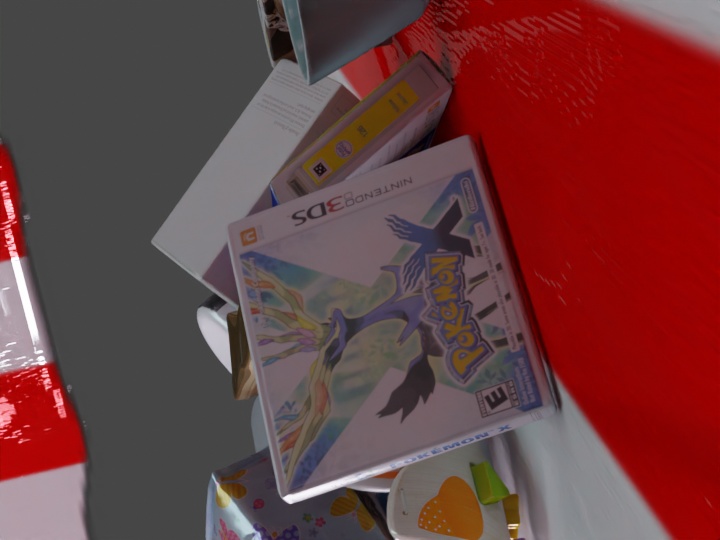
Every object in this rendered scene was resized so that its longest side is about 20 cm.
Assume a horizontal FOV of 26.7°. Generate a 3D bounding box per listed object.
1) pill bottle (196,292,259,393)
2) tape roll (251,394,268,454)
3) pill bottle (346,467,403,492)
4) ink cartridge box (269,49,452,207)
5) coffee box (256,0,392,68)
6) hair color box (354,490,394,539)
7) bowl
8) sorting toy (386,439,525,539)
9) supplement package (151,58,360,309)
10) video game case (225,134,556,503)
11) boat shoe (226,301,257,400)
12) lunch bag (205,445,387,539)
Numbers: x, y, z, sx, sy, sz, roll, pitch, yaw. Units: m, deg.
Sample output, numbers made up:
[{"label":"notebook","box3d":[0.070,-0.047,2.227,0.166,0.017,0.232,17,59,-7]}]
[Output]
[{"label":"pill bottle","box3d":[-0.051,0.016,1.450,0.106,0.200,0.107,41,158,21]},{"label":"tape roll","box3d":[-0.008,0.158,1.513,0.201,0.198,0.067,83,173,-53]},{"label":"pill bottle","box3d":[0.019,0.062,1.205,0.114,0.113,0.202,-116,32,-73]},{"label":"ink cartridge box","box3d":[-0.024,-0.065,1.149,0.047,0.199,0.198,51,173,3]},{"label":"coffee box","box3d":[-0.038,-0.276,1.283,0.201,0.112,0.080,83,174,-54]},{"label":"hair color box","box3d":[0.063,0.265,1.313,0.202,0.060,0.100,63,159,-3]},{"label":"bowl","box3d":[-0.008,-0.235,1.032,0.201,0.104,0.203,168,90,-85]},{"label":"sorting toy","box3d":[0.079,0.185,1.173,0.201,0.106,0.181,84,-174,-46]},{"label":"supplement package","box3d":[-0.064,-0.060,1.309,0.117,0.201,0.117,39,176,-35]},{"label":"video game case","box3d":[0.014,0.028,0.978,0.022,0.181,0.202,52,-159,-61]},{"label":"boat shoe","box3d":[-0.068,0.060,1.205,0.200,0.064,0.072,133,131,-75]},{"label":"lunch bag","box3d":[-0.047,0.255,1.305,0.170,0.126,0.201,52,152,26]}]
